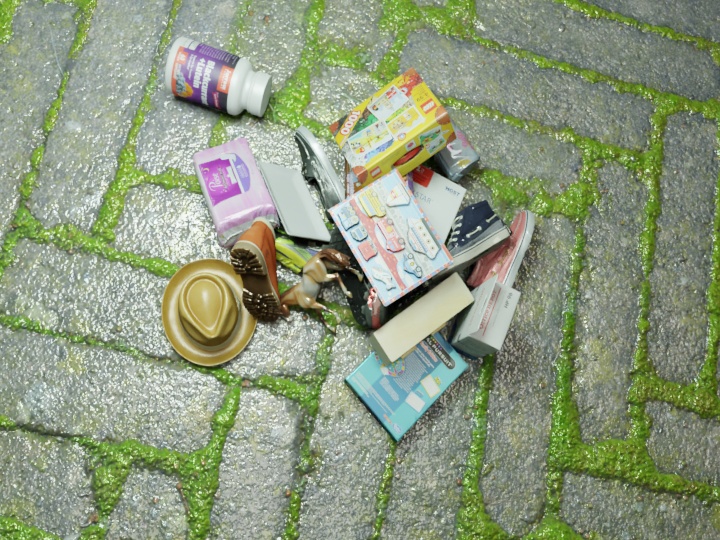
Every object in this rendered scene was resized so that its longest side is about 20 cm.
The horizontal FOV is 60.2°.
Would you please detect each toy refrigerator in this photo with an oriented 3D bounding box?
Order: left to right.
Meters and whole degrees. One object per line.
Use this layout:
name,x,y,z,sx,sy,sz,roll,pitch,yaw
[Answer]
toy refrigerator,0.115,0.094,1.160,0.197,0.076,0.071,-34,82,-14

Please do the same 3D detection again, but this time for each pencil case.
pencil case,0.165,-0.283,1.295,0.202,0.083,0.090,54,38,5

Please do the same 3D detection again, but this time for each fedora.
fedora,-0.284,0.071,1.156,0.193,0.082,0.208,2,77,-7

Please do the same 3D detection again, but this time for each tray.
tray,-0.133,-0.129,1.201,0.105,0.022,0.203,7,45,-40

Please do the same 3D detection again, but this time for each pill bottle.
pill bottle,-0.281,-0.381,1.247,0.194,0.112,0.115,18,75,-3

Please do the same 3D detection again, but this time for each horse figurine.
horse figurine,-0.076,0.031,1.166,0.130,0.203,0.050,32,31,6

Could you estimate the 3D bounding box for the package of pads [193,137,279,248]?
package of pads,-0.240,-0.150,1.188,0.117,0.077,0.203,-20,58,-12

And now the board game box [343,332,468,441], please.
board game box,0.087,0.198,1.194,0.199,0.047,0.152,-42,84,-14

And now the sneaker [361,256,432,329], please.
sneaker,0.075,0.024,1.123,0.096,0.072,0.203,19,64,25

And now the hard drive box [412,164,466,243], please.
hard drive box,0.103,-0.100,1.251,0.152,0.077,0.205,25,75,-2

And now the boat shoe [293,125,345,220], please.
boat shoe,-0.087,-0.196,1.254,0.056,0.069,0.204,-29,84,-13

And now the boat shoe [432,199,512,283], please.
boat shoe,0.193,-0.058,1.202,0.196,0.075,0.094,-28,75,-19

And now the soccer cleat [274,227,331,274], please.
soccer cleat,-0.142,-0.034,1.211,0.193,0.065,0.086,13,115,7

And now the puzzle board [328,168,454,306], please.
puzzle board,0.054,-0.062,1.101,0.148,0.017,0.203,-30,79,-6

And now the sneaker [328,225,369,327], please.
sneaker,0.000,0.000,1.197,0.074,0.087,0.206,-10,103,29

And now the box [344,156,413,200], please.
box,0.034,-0.218,1.233,0.133,0.039,0.206,-13,60,21

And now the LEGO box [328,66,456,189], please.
LEGO box,0.058,-0.259,1.170,0.197,0.077,0.151,-34,55,6

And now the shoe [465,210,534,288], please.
shoe,0.283,-0.045,1.265,0.089,0.071,0.205,24,78,-4

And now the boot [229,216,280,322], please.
boot,-0.177,0.002,1.141,0.072,0.204,0.109,5,43,10

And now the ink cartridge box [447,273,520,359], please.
ink cartridge box,0.233,0.091,1.159,0.066,0.200,0.119,24,75,-1
